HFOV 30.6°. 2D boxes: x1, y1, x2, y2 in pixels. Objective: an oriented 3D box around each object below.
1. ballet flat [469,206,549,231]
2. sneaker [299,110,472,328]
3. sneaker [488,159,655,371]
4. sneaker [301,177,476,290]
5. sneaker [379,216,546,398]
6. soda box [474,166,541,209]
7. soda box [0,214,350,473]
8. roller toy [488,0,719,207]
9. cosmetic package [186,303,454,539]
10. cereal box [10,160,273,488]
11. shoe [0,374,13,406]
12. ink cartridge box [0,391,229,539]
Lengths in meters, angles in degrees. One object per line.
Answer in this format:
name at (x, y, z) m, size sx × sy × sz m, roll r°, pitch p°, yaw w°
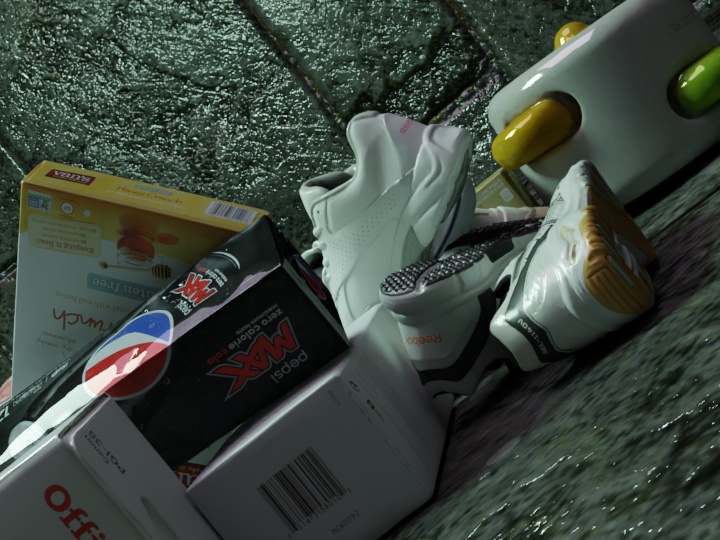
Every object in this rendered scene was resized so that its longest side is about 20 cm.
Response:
ballet flat at (0.077, -0.004, 0.978) m, size 0.200 × 0.067 × 0.068 m, roll -36°, pitch 14°, yaw 2°
sneaker at (0.003, -0.021, 0.871) m, size 0.078 × 0.099 × 0.201 m, roll -52°, pitch -17°, yaw -60°
sneaker at (0.114, -0.004, 0.753) m, size 0.088 × 0.076 × 0.200 m, roll -38°, pitch 2°, yaw 19°
sneaker at (0.000, 0.000, 0.938) m, size 0.200 × 0.073 × 0.071 m, roll -48°, pitch -43°, yaw 6°
sneaker at (0.084, 0.017, 0.821) m, size 0.074 × 0.080 × 0.200 m, roll -9°, pitch 12°, yaw 41°
soda box at (0.059, 0.004, 1.065) m, size 0.200 × 0.068 × 0.064 m, roll -39°, pitch 2°, yaw 15°
soda box at (-0.108, 0.061, 0.722) m, size 0.200 × 0.071 × 0.063 m, roll -36°, pitch 29°, yaw 7°
roller toy at (0.199, -0.135, 1.049) m, size 0.200 × 0.140 × 0.182 m, roll -35°, pitch 1°, yaw 9°
cosmetic package at (-0.015, 0.096, 0.757) m, size 0.108 × 0.085 × 0.200 m, roll -39°, pitch 1°, yaw 13°
cereal box at (-0.136, 0.045, 0.793) m, size 0.040 × 0.143 × 0.201 m, roll -69°, pitch -10°, yaw -63°
shoe at (-0.191, 0.085, 0.900) m, size 0.200 × 0.072 × 0.091 m, roll -26°, pitch 19°, yaw 24°
ink cartridge box at (-0.164, 0.182, 0.664) m, size 0.200 × 0.147 × 0.083 m, roll -38°, pitch 5°, yaw 11°
